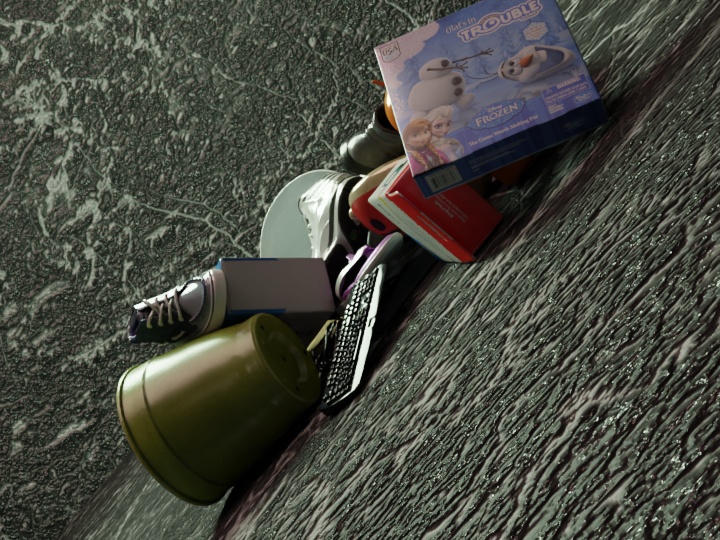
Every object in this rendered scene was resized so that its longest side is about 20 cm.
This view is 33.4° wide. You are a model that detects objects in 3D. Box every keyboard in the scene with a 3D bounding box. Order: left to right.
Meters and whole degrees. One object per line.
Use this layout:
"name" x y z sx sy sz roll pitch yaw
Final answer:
"keyboard" -0.022 0.077 1.365 0.104 0.040 0.200 -46 20 41

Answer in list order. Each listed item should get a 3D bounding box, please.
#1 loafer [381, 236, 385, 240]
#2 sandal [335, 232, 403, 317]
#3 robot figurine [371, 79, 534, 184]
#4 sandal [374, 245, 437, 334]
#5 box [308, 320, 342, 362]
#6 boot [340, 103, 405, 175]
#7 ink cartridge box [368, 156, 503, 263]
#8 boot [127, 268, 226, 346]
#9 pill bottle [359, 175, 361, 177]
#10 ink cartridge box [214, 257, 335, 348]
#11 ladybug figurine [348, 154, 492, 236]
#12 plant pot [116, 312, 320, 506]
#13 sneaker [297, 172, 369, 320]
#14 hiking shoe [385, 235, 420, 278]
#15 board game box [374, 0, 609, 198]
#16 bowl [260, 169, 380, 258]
"loafer" 0.070 -0.096 1.763 0.076 0.068 0.200 20 -80 -53
"sandal" -0.004 0.005 1.511 0.082 0.050 0.203 -50 -4 -31
"robot figurine" 0.113 -0.182 1.370 0.144 0.200 0.117 -57 -3 1
"sandal" 0.043 0.010 1.467 0.200 0.043 0.076 -51 6 -9
"box" -0.036 0.086 1.671 0.164 0.021 0.200 -48 6 11
"boot" 0.086 -0.155 1.526 0.132 0.200 0.070 -32 61 58
"ink cartridge box" 0.083 -0.069 1.324 0.067 0.116 0.200 -51 7 -4
"boot" -0.233 0.054 1.513 0.200 0.090 0.073 133 132 -58
"pill bottle" 0.101 -0.185 1.898 0.200 0.112 0.112 -47 7 21
"ink cartridge box" -0.138 0.065 1.589 0.200 0.144 0.084 126 137 -54
"ladybug figurine" 0.077 -0.095 1.502 0.200 0.072 0.136 -22 -24 23
"plant pot" -0.160 0.155 1.476 0.193 0.200 0.200 -35 11 19
"sneaker" -0.041 -0.038 1.644 0.115 0.076 0.201 25 105 57
"hiking shoe" 0.050 -0.068 1.618 0.076 0.101 0.200 -45 8 39
"board game box" 0.129 -0.194 1.242 0.200 0.043 0.199 -23 50 10
"bowl" -0.042 -0.039 1.729 0.201 0.201 0.090 -47 -31 20
